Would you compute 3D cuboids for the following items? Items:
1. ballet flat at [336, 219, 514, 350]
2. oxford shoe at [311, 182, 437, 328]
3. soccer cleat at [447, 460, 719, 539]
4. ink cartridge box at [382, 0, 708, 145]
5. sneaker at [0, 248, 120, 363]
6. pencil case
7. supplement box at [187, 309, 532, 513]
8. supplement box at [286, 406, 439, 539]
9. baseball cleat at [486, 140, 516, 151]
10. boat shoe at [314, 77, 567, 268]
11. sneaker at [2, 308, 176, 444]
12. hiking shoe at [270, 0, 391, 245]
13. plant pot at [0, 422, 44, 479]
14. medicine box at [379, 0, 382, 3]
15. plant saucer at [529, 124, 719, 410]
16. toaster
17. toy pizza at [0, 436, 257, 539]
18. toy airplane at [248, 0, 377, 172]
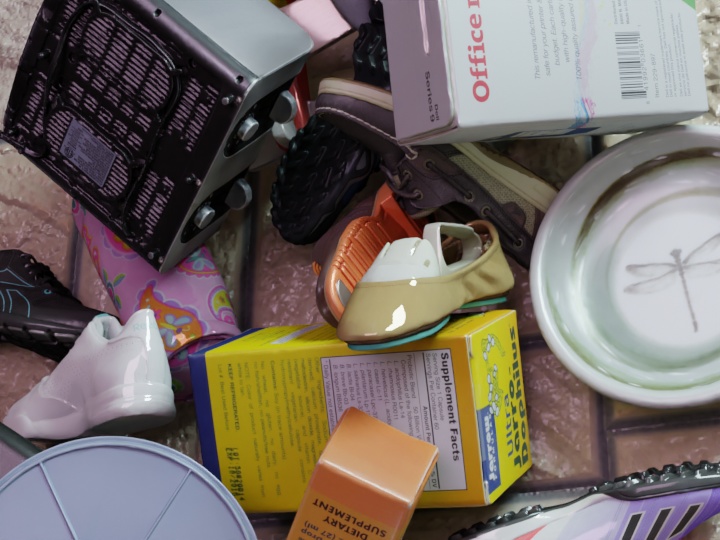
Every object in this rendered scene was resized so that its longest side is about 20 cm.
[{"bbox_3d":[0.038,0.004,1.027,0.068,0.200,0.064,-4,96,26],"label":"ballet flat"},{"bbox_3d":[0.000,0.000,1.117,0.072,0.200,0.072,-30,99,24],"label":"oxford shoe"},{"bbox_3d":[0.152,0.174,1.023,0.198,0.068,0.074,-19,84,11],"label":"soccer cleat"},{"bbox_3d":[0.119,-0.163,1.068,0.087,0.198,0.147,-10,87,62],"label":"ink cartridge box"},{"bbox_3d":[-0.264,0.022,1.266,0.198,0.075,0.080,9,68,27],"label":"sneaker"},{"bbox_3d":[-0.154,0.004,1.223,0.087,0.087,0.201,-34,57,6],"label":"pencil case"},{"bbox_3d":[0.002,0.093,1.071,0.198,0.109,0.110,-5,96,22],"label":"supplement box"},{"bbox_3d":[-0.017,0.187,1.009,0.066,0.201,0.069,23,34,6],"label":"supplement box"},{"bbox_3d":[0.114,-0.156,1.195,0.199,0.070,0.107,-34,44,0],"label":"baseball cleat"},{"bbox_3d":[0.052,-0.065,1.117,0.067,0.199,0.072,-65,15,-6],"label":"boat shoe"},{"bbox_3d":[-0.194,0.078,1.168,0.199,0.075,0.090,-19,70,48],"label":"sneaker"},{"bbox_3d":[0.012,-0.099,1.192,0.074,0.086,0.201,35,93,45],"label":"hiking shoe"},{"bbox_3d":[-0.212,0.230,1.087,0.176,0.200,0.201,21,76,17],"label":"plant pot"},{"bbox_3d":[0.078,-0.304,1.188,0.198,0.104,0.183,-12,46,-12],"label":"medicine box"},{"bbox_3d":[0.213,0.002,1.075,0.198,0.050,0.202,-10,63,20],"label":"plant saucer"},{"bbox_3d":[-0.153,-0.129,1.161,0.199,0.118,0.182,39,123,12],"label":"toaster"},{"bbox_3d":[-0.155,0.203,0.989,0.197,0.032,0.203,1,76,-4],"label":"toy pizza"},{"bbox_3d":[-0.080,-0.181,1.239,0.198,0.141,0.201,24,78,30],"label":"toy airplane"}]
